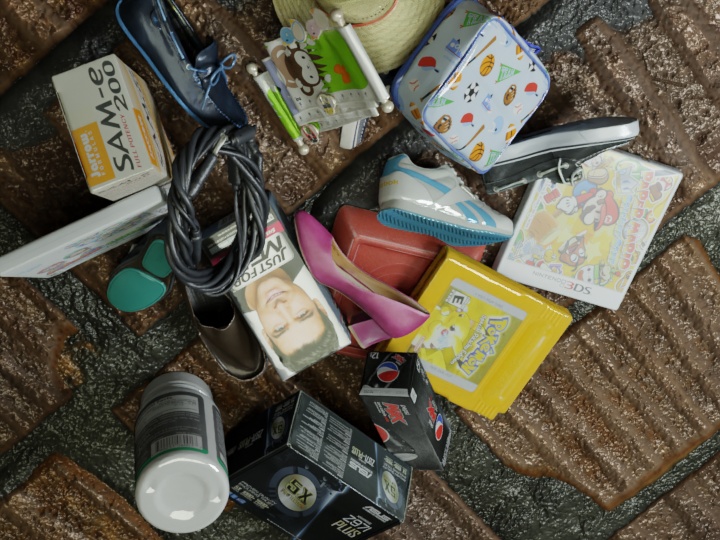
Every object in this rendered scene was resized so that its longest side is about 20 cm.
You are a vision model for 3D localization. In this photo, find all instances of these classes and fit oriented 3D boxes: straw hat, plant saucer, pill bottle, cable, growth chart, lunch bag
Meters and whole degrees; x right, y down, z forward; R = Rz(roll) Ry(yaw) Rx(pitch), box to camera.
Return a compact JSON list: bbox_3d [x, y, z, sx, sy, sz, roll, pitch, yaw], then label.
[{"bbox_3d":[-0.009,-0.307,1.478,0.198,0.085,0.204,1,96,7],"label":"straw hat"},{"bbox_3d":[0.040,0.035,1.733,0.197,0.037,0.202,13,113,-16],"label":"plant saucer"},{"bbox_3d":[-0.220,0.215,1.688,0.111,0.201,0.115,-4,118,-7],"label":"pill bottle"},{"bbox_3d":[-0.159,-0.060,1.536,0.050,0.163,0.203,16,112,24],"label":"cable"},{"bbox_3d":[-0.048,-0.210,1.531,0.145,0.199,0.018,53,55,-16],"label":"growth chart"},{"bbox_3d":[0.129,-0.208,1.556,0.161,0.075,0.200,-55,147,2],"label":"lunch bag"}]

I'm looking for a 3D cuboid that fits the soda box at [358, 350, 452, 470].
[{"bbox_3d":[0.058,0.179,1.743,0.070,0.064,0.201,0,145,19],"label":"soda box"}]

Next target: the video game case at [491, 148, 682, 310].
[{"bbox_3d":[0.282,-0.060,1.732,0.180,0.023,0.202,15,113,-17],"label":"video game case"}]

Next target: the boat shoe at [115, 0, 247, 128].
[{"bbox_3d":[-0.186,-0.231,1.531,0.068,0.085,0.200,-31,121,20],"label":"boat shoe"}]

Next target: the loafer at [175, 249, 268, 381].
[{"bbox_3d":[-0.174,0.064,1.692,0.072,0.071,0.201,-27,118,5],"label":"loafer"}]

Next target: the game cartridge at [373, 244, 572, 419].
[{"bbox_3d":[0.140,0.083,1.737,0.198,0.033,0.177,26,110,-20],"label":"game cartridge"}]

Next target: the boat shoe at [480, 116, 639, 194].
[{"bbox_3d":[0.234,-0.132,1.632,0.197,0.074,0.069,-13,103,15],"label":"boat shoe"}]

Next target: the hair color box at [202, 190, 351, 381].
[{"bbox_3d":[-0.100,0.019,1.664,0.098,0.061,0.202,-29,105,6],"label":"hair color box"}]

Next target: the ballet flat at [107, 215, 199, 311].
[{"bbox_3d":[-0.239,-0.014,1.629,0.072,0.074,0.200,22,148,-19],"label":"ballet flat"}]

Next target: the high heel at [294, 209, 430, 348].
[{"bbox_3d":[0.000,0.000,1.644,0.095,0.068,0.202,-23,108,19],"label":"high heel"}]

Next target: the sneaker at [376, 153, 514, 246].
[{"bbox_3d":[0.109,-0.080,1.660,0.198,0.082,0.076,17,159,-36],"label":"sneaker"}]

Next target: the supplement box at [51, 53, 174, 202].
[{"bbox_3d":[-0.254,-0.145,1.480,0.073,0.200,0.128,-20,88,1],"label":"supplement box"}]

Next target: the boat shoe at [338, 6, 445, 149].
[{"bbox_3d":[0.036,-0.227,1.575,0.091,0.075,0.202,11,114,-6],"label":"boat shoe"}]

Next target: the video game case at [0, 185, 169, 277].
[{"bbox_3d":[-0.296,-0.041,1.565,0.198,0.182,0.024,-24,88,3],"label":"video game case"}]

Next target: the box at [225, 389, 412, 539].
[{"bbox_3d":[-0.060,0.265,1.770,0.199,0.087,0.163,37,133,-24],"label":"box"}]
